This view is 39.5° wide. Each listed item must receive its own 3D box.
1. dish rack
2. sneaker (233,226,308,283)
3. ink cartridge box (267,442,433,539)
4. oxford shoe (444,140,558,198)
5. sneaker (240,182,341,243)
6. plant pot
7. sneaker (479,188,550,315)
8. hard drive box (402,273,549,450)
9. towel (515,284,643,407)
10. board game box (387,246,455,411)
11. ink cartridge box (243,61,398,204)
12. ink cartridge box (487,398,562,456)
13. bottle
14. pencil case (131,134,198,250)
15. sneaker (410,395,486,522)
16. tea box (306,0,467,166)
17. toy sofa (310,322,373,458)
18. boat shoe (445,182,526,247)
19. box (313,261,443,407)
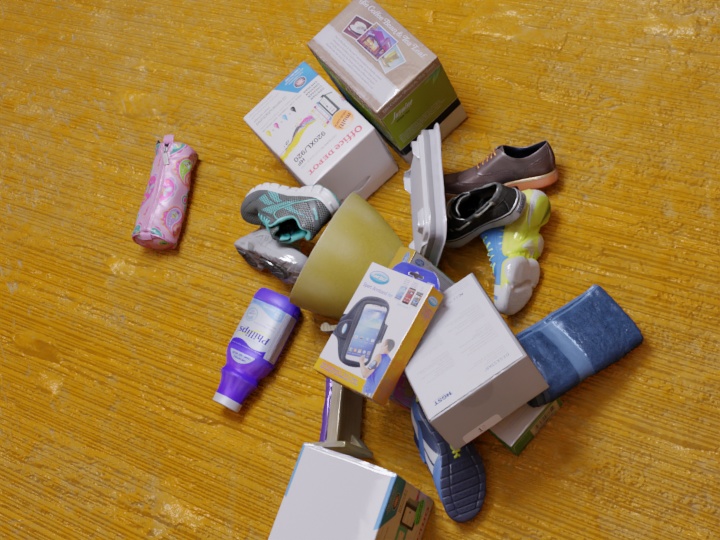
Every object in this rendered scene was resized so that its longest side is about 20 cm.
[{"bbox_3d":[0.099,-0.109,1.560,0.043,0.172,0.201,-1,67,-5],"label":"dish rack"},{"bbox_3d":[-0.131,-0.045,1.649,0.099,0.078,0.200,-48,34,-14],"label":"sneaker"},{"bbox_3d":[-0.008,0.348,1.395,0.145,0.200,0.147,14,74,24],"label":"ink cartridge box"},{"bbox_3d":[0.208,-0.162,1.584,0.199,0.073,0.071,-11,30,10],"label":"oxford shoe"},{"bbox_3d":[-0.127,-0.085,1.587,0.199,0.078,0.091,-1,45,42],"label":"sneaker"},{"bbox_3d":[0.000,0.000,1.561,0.141,0.200,0.201,31,81,3],"label":"plant pot"},{"bbox_3d":[0.225,-0.029,1.547,0.105,0.076,0.201,8,72,45],"label":"sneaker"},{"bbox_3d":[0.141,0.121,1.381,0.155,0.077,0.200,-35,36,7],"label":"hard drive box"},{"bbox_3d":[0.295,0.107,1.425,0.199,0.049,0.112,-28,56,-16],"label":"towel"},{"bbox_3d":[0.068,0.088,1.501,0.040,0.153,0.201,18,74,52],"label":"board game box"},{"bbox_3d":[-0.064,-0.212,1.680,0.147,0.145,0.200,-43,61,-1],"label":"ink cartridge box"},{"bbox_3d":[0.187,0.165,1.475,0.104,0.059,0.200,-47,61,-5],"label":"ink cartridge box"},{"bbox_3d":[-0.173,0.130,1.626,0.083,0.065,0.201,22,78,26],"label":"bottle"},{"bbox_3d":[-0.349,-0.137,1.795,0.087,0.087,0.201,3,71,22],"label":"pencil case"},{"bbox_3d":[0.125,0.265,1.458,0.073,0.082,0.201,-11,78,-18],"label":"sneaker"},{"bbox_3d":[0.046,-0.312,1.650,0.134,0.197,0.200,-42,60,0],"label":"tea box"},{"bbox_3d":[-0.035,0.186,1.530,0.097,0.083,0.201,-8,66,31],"label":"toy sofa"},{"bbox_3d":[0.166,-0.092,1.536,0.200,0.063,0.071,-25,47,53],"label":"boat shoe"},{"bbox_3d":[0.030,0.077,1.404,0.119,0.041,0.201,21,80,40],"label":"box"}]
